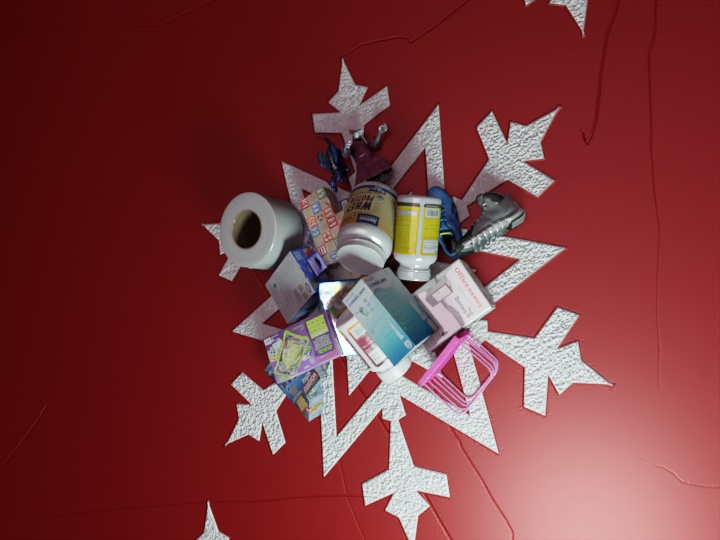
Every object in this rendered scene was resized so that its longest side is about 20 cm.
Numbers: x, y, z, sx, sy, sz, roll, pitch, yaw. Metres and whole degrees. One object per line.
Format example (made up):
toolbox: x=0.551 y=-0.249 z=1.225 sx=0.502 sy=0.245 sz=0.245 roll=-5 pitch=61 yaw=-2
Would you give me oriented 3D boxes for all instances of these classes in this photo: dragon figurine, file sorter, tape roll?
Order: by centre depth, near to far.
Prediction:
file sorter: x=0.243 y=0.240 z=1.339 sx=0.125 sy=0.199 sz=0.140 roll=40 pitch=101 yaw=16
dragon figurine: x=-0.080 y=-0.308 z=1.555 sx=0.058 sy=0.099 sz=0.204 roll=-25 pitch=78 yaw=17
tape roll: x=-0.278 y=-0.109 z=1.590 sx=0.198 sy=0.138 sz=0.209 roll=-2 pitch=86 yaw=28

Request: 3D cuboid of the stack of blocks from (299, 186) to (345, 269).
stack of blocks: x=-0.078 y=-0.122 z=1.545 sx=0.113 sy=0.058 sz=0.204 roll=-26 pitch=77 yaw=18

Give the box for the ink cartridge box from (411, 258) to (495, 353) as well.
ink cartridge box: x=0.217 y=0.088 z=1.418 sx=0.199 sy=0.084 sz=0.147 roll=-38 pitch=74 yaw=15

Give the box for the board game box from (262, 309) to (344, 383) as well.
board game box: x=-0.147 y=0.194 z=1.434 sx=0.197 sy=0.032 sz=0.123 roll=-25 pitch=73 yaw=19

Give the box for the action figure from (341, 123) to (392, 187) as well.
action figure: x=0.017 y=-0.304 z=1.535 sx=0.131 sy=0.150 sz=0.203 roll=-14 pitch=60 yaw=-13

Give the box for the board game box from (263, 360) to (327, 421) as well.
board game box: x=-0.155 y=0.287 z=1.523 sx=0.201 sy=0.061 sz=0.201 roll=52 pitch=133 yaw=16

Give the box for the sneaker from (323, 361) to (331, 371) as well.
sneaker: x=-0.113 y=0.207 z=1.540 sx=0.065 sy=0.090 sz=0.205 roll=16 pitch=92 yaw=22

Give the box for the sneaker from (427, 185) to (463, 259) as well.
sneaker: x=0.216 y=-0.126 z=1.438 sx=0.065 sy=0.078 sz=0.205 roll=-22 pitch=78 yaw=20

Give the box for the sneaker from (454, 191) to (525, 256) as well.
sneaker: x=0.299 y=-0.126 z=1.401 sx=0.197 sy=0.075 sz=0.117 roll=-29 pitch=67 yaw=-4

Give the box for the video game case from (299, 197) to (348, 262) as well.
video game case: x=-0.102 y=-0.103 z=1.595 sx=0.196 sy=0.019 sz=0.147 roll=-18 pitch=80 yaw=21

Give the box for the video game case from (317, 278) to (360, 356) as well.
video game case: x=-0.039 y=0.125 z=1.487 sx=0.139 sy=0.018 sz=0.206 roll=-4 pitch=103 yaw=-14

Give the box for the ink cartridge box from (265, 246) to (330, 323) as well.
ink cartridge box: x=-0.163 y=0.032 z=1.539 sx=0.138 sy=0.075 sz=0.200 roll=56 pitch=134 yaw=15

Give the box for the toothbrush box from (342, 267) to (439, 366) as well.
toothbrush box: x=0.073 y=0.104 z=1.342 sx=0.201 sy=0.146 sz=0.085 roll=51 pitch=121 yaw=11

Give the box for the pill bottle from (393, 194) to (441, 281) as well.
pill bottle: x=0.138 y=-0.081 z=1.396 sx=0.110 sy=0.112 sz=0.206 roll=7 pitch=97 yaw=22

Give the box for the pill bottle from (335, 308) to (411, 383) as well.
pill bottle: x=0.036 y=0.180 z=1.438 sx=0.113 sy=0.114 sz=0.201 roll=-35 pitch=102 yaw=15

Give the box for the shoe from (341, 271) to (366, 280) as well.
shoe: x=0.000 y=0.000 z=1.519 sx=0.053 sy=0.070 sz=0.201 roll=44 pitch=105 yaw=10

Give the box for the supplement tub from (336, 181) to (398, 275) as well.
supplement tub: x=0.020 y=-0.107 z=1.429 sx=0.141 sy=0.146 sz=0.204 roll=0 pitch=55 yaw=21

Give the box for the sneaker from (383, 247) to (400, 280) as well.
sneaker: x=0.068 y=0.033 z=1.487 sx=0.079 sy=0.074 sz=0.205 roll=17 pitch=94 yaw=22
